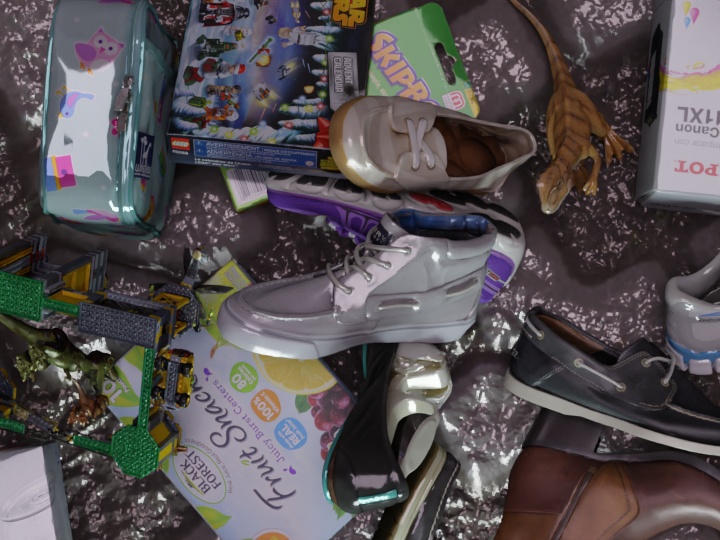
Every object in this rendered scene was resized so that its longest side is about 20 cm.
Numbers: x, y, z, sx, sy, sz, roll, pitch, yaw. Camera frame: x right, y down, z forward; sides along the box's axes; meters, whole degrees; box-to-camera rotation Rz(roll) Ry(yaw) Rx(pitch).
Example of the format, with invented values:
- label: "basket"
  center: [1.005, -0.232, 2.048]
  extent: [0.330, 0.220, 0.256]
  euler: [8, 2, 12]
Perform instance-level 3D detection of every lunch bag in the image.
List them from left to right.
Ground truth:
- label: "lunch bag"
  center: [-0.171, -0.107, 1.146]
  extent: [0.076, 0.200, 0.162]
  euler: [7, 85, 0]

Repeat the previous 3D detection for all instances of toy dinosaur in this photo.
- label: "toy dinosaur"
  center: [0.156, -0.117, 1.207]
  extent: [0.060, 0.106, 0.201]
  euler: [-20, 45, 20]

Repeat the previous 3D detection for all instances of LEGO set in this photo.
- label: "LEGO set"
  center: [-0.189, 0.053, 1.157]
  extent: [0.198, 0.116, 0.155]
  euler: [5, 105, 17]

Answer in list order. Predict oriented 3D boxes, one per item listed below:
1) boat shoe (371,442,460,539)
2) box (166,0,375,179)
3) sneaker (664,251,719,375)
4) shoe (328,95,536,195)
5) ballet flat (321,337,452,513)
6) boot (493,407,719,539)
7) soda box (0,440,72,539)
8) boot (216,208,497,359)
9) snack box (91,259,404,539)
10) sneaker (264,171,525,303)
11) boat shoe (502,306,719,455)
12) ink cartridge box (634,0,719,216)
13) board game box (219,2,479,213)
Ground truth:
- label: "boat shoe"
  center: [0.033, 0.226, 1.197]
  extent: [0.066, 0.072, 0.202]
  euler: [24, 93, -4]
- label: "box"
  center: [-0.059, -0.164, 1.187]
  extent: [0.136, 0.040, 0.201]
  euler: [5, 60, 0]
- label: "sneaker"
  center: [0.310, 0.003, 1.184]
  extent: [0.199, 0.075, 0.087]
  euler: [-25, 130, -3]
- label: "shoe"
  center: [0.053, -0.090, 1.151]
  extent: [0.053, 0.199, 0.071]
  euler: [-15, 80, 38]
- label: "ballet flat"
  center: [0.027, 0.092, 1.157]
  extent: [0.068, 0.068, 0.201]
  euler: [-2, 43, 17]
- label: "boot"
  center: [0.173, 0.217, 1.161]
  extent: [0.187, 0.069, 0.201]
  euler: [21, 73, 11]
- label: "soda box"
  center: [-0.244, 0.230, 1.198]
  extent: [0.068, 0.063, 0.202]
  euler: [-9, 87, 0]
- label: "boot"
  center: [0.000, 0.000, 1.124]
  extent: [0.199, 0.074, 0.096]
  euler: [-5, 127, -30]
- label: "snack box"
  center: [-0.080, 0.114, 1.208]
  extent: [0.142, 0.053, 0.200]
  euler: [-42, 87, 0]
- label: "sneaker"
  center: [0.021, -0.025, 1.197]
  extent: [0.199, 0.081, 0.084]
  euler: [20, 111, -6]
- label: "boat shoe"
  center: [0.204, 0.084, 1.181]
  extent: [0.199, 0.072, 0.068]
  euler: [19, 99, 14]
- label: "ink cartridge box"
  center: [0.288, -0.143, 1.203]
  extent: [0.144, 0.083, 0.202]
  euler: [6, 87, 0]
- label: "board game box"
  center: [-0.017, -0.123, 1.233]
  extent: [0.199, 0.030, 0.096]
  euler: [-21, 88, 2]
